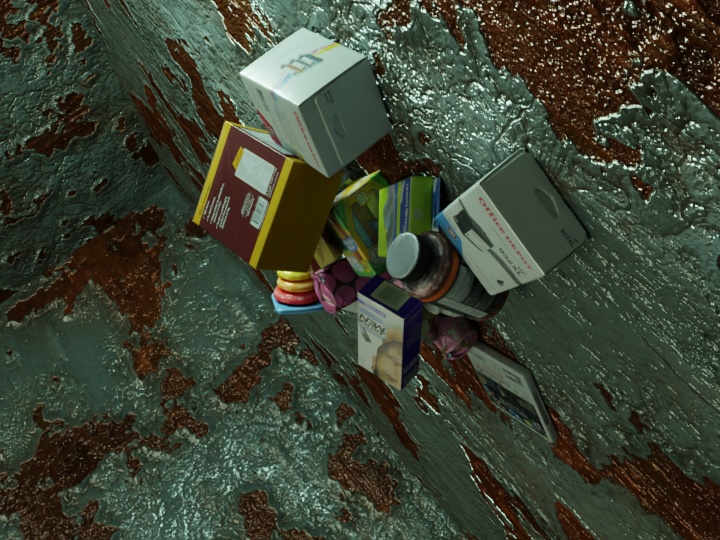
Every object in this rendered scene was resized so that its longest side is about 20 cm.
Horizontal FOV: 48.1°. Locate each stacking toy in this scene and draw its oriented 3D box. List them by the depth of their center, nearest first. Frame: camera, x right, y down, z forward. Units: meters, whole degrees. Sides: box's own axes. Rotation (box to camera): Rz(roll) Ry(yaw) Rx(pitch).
[{"bbox_3d":[-0.132,-0.017,1.682,0.116,0.108,0.204,-127,34,-68],"label":"stacking toy"}]

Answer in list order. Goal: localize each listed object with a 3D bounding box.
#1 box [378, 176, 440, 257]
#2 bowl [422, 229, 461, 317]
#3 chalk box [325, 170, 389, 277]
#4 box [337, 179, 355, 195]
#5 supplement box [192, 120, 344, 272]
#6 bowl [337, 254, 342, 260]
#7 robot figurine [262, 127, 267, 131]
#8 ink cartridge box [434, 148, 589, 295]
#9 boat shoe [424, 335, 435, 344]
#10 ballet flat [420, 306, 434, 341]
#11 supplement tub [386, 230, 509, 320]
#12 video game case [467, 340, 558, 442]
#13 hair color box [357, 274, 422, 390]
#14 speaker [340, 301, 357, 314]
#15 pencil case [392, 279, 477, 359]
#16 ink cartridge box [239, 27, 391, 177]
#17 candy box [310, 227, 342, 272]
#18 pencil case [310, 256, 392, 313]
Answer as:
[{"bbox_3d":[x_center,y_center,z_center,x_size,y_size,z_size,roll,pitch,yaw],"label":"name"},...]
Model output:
[{"bbox_3d":[0.079,-0.087,1.366,0.200,0.047,0.125,172,100,-74],"label":"box"},{"bbox_3d":[0.142,0.014,1.420,0.201,0.094,0.201,50,166,17],"label":"bowl"},{"bbox_3d":[0.028,-0.067,1.532,0.202,0.123,0.124,57,165,-10],"label":"chalk box"},{"bbox_3d":[0.000,-0.084,1.683,0.050,0.075,0.202,35,158,55],"label":"box"},{"bbox_3d":[-0.169,-0.130,1.446,0.199,0.200,0.132,33,-161,36],"label":"supplement box"},{"bbox_3d":[-0.083,-0.091,1.785,0.093,0.202,0.202,-12,122,30],"label":"bowl"},{"bbox_3d":[-0.124,-0.234,1.593,0.150,0.123,0.203,5,115,66],"label":"robot figurine"},{"bbox_3d":[0.197,-0.058,1.094,0.146,0.083,0.200,54,166,1],"label":"ink cartridge box"},{"bbox_3d":[0.112,0.112,1.672,0.197,0.067,0.058,27,121,-2],"label":"boat shoe"},{"bbox_3d":[0.095,0.120,1.544,0.201,0.068,0.064,107,144,-54],"label":"ballet flat"},{"bbox_3d":[0.131,0.004,1.234,0.198,0.108,0.107,21,-172,-38],"label":"supplement tub"},{"bbox_3d":[0.292,0.229,1.588,0.199,0.023,0.183,29,151,57],"label":"video game case"},{"bbox_3d":[0.053,0.117,1.494,0.108,0.065,0.202,29,142,27],"label":"hair color box"},{"bbox_3d":[0.027,0.062,1.727,0.196,0.083,0.081,16,167,-6],"label":"speaker"},{"bbox_3d":[0.142,0.084,1.599,0.201,0.086,0.083,50,173,24],"label":"pencil case"},{"bbox_3d":[-0.072,-0.276,1.319,0.200,0.144,0.146,39,161,45],"label":"ink cartridge box"},{"bbox_3d":[-0.085,-0.073,1.607,0.118,0.056,0.200,60,-169,-5],"label":"candy box"},{"bbox_3d":[0.000,0.000,1.633,0.094,0.198,0.091,51,156,24],"label":"pencil case"}]
